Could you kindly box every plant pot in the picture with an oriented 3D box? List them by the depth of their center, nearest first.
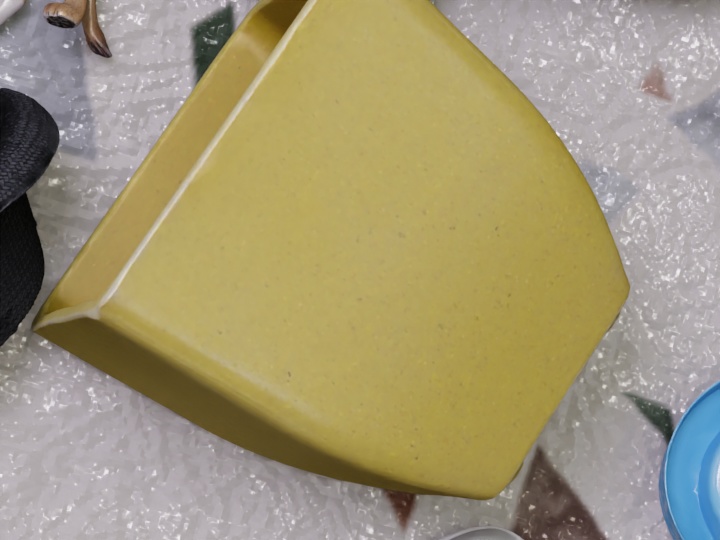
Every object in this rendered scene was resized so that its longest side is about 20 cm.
[{"bbox_3d":[0.000,0.000,1.120,0.200,0.195,0.194,36,78,-10],"label":"plant pot"}]

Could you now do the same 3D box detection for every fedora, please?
[{"bbox_3d":[-0.212,0.004,1.114,0.201,0.201,0.092,-32,119,-12],"label":"fedora"}]

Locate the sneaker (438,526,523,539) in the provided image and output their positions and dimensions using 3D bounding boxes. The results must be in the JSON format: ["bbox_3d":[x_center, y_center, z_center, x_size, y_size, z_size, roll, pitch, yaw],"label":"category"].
[{"bbox_3d":[0.011,0.196,1.145,0.200,0.082,0.075,-43,91,-12],"label":"sneaker"}]

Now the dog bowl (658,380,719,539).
[{"bbox_3d":[0.214,0.142,1.204,0.111,0.050,0.200,-27,88,-12],"label":"dog bowl"}]

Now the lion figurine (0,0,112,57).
[{"bbox_3d":[-0.194,-0.184,1.177,0.200,0.072,0.123,22,66,-20],"label":"lion figurine"}]
